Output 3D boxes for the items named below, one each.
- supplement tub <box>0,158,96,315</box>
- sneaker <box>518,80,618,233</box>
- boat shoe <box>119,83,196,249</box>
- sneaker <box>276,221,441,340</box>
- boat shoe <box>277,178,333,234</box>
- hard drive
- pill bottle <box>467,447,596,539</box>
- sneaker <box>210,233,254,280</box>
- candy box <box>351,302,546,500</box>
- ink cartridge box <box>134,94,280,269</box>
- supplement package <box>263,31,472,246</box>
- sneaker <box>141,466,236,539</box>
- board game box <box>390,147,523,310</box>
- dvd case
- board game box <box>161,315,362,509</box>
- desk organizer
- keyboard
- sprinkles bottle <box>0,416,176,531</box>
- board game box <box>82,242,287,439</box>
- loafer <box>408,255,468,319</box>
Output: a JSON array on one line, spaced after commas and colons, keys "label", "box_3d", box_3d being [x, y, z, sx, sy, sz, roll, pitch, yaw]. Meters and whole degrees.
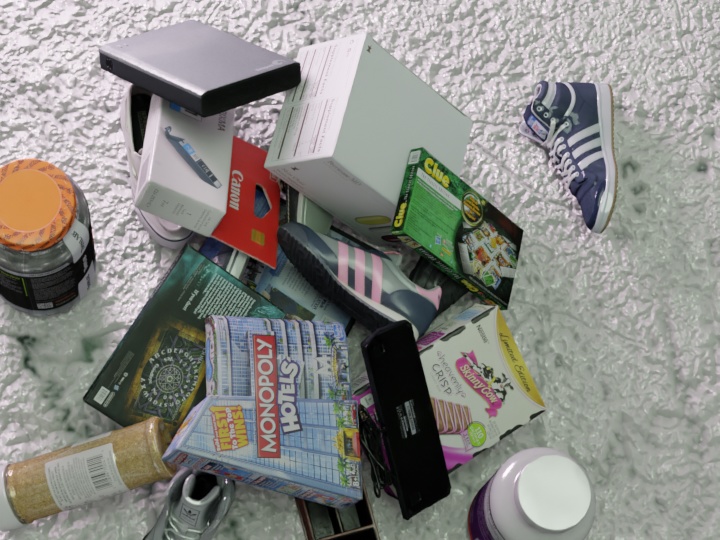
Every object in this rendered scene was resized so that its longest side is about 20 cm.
[{"label": "supplement tub", "box_3d": [-0.349, -0.037, 1.644, 0.121, 0.200, 0.124, 2, 70, -7]}, {"label": "sneaker", "box_3d": [0.246, -0.140, 1.824, 0.107, 0.070, 0.202, 8, 63, -10]}, {"label": "boat shoe", "box_3d": [-0.233, -0.125, 1.761, 0.071, 0.066, 0.202, -10, 72, -11]}, {"label": "sneaker", "box_3d": [0.000, 0.000, 1.692, 0.199, 0.070, 0.082, 39, 66, 6]}, {"label": "boat shoe", "box_3d": [-0.064, -0.115, 1.777, 0.060, 0.076, 0.202, -6, 56, 26]}, {"label": "hard drive", "box_3d": [-0.180, -0.228, 1.708, 0.139, 0.033, 0.199, -23, 36, -36]}, {"label": "pill bottle", "box_3d": [0.182, 0.253, 1.607, 0.111, 0.200, 0.114, 2, 70, -7]}, {"label": "sneaker", "box_3d": [-0.184, 0.039, 1.691, 0.079, 0.078, 0.202, 23, 81, 0]}, {"label": "candy box", "box_3d": [0.090, 0.143, 1.685, 0.199, 0.061, 0.137, -31, 102, -17]}, {"label": "ink cartridge box", "box_3d": [-0.157, -0.113, 1.703, 0.175, 0.045, 0.201, 24, 37, -20]}, {"label": "supplement package", "box_3d": [0.013, -0.143, 1.721, 0.199, 0.110, 0.157, 33, 63, -39]}, {"label": "sneaker", "box_3d": [-0.193, 0.279, 1.596, 0.075, 0.115, 0.201, 28, 70, 4]}, {"label": "board game box", "box_3d": [0.112, -0.044, 1.720, 0.199, 0.023, 0.106, 36, 62, -39]}, {"label": "dvd case", "box_3d": [-0.084, -0.003, 1.762, 0.198, 0.018, 0.144, 28, 69, 4]}, {"label": "board game box", "box_3d": [-0.104, 0.141, 1.576, 0.197, 0.062, 0.203, 4, 70, -23]}, {"label": "desk organizer", "box_3d": [-0.027, 0.258, 1.645, 0.071, 0.077, 0.202, -13, 73, -12]}, {"label": "keyboard", "box_3d": [0.032, 0.161, 1.622, 0.103, 0.039, 0.202, -20, 99, -41]}, {"label": "sprinkles bottle", "box_3d": [-0.294, 0.214, 1.602, 0.198, 0.068, 0.069, -18, 72, 7]}, {"label": "board game box", "box_3d": [-0.187, 0.092, 1.640, 0.135, 0.028, 0.201, 35, 87, -13]}, {"label": "loafer", "box_3d": [0.092, 0.012, 1.752, 0.070, 0.068, 0.202, 20, 66, 8]}]
